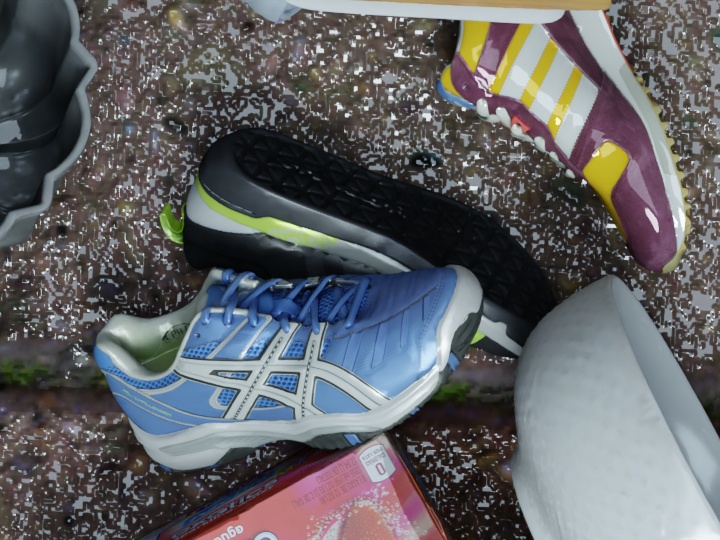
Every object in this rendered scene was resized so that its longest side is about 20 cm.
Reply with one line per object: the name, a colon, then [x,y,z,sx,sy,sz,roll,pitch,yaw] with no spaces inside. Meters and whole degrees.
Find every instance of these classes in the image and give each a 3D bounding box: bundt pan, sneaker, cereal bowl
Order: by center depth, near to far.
cereal bowl: [0.125,0.107,0.862,0.083,0.200,0.201,-27,92,12]
sneaker: [-0.037,0.037,0.872,0.199,0.076,0.077,-20,125,26]
bundt pan: [-0.226,-0.073,0.883,0.201,0.076,0.203,5,64,-11]
sneaker: [0.088,-0.082,0.917,0.090,0.075,0.201,-23,83,-2]
sneaker: [0.000,0.000,0.931,0.199,0.072,0.083,26,125,-5]

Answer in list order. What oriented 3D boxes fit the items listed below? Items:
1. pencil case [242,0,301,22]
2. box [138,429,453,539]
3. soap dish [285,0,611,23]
pencil case: [-0.089,-0.204,0.904,0.200,0.083,0.091,34,94,-1]
box: [-0.053,0.157,0.904,0.199,0.100,0.096,-29,93,0]
soap dish: [0.024,-0.207,0.849,0.157,0.081,0.201,0,56,-21]
